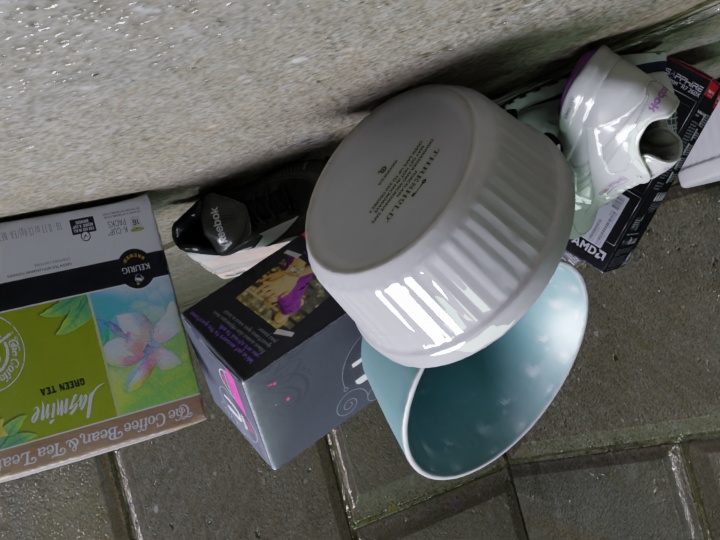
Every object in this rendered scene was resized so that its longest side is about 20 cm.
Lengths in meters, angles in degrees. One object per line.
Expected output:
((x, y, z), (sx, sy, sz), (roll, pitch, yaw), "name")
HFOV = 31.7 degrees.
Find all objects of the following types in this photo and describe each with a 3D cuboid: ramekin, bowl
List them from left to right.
((0.047, -0.042, 0.909), (0.201, 0.204, 0.094), (-18, 137, 39), "ramekin")
((0.078, 0.055, 1.017), (0.199, 0.203, 0.105), (-13, -143, -39), "bowl")
((0.451, -0.167, 1.438), (0.200, 0.096, 0.202), (-15, 178, -1), "ramekin")

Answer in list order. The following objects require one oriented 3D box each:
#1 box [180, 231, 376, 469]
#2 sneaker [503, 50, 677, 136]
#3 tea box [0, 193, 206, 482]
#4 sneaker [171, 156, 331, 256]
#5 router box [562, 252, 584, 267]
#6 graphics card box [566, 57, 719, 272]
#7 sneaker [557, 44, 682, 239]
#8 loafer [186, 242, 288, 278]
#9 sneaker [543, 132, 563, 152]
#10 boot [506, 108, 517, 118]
((-0.033, 0.050, 1.077), (0.199, 0.106, 0.123), (-34, 138, -18), "box")
((0.192, -0.126, 1.101), (0.076, 0.082, 0.199), (-16, 179, -30), "sneaker")
((-0.260, 0.061, 1.050), (0.198, 0.199, 0.133), (-14, 177, -33), "tea box")
((-0.094, -0.049, 1.132), (0.198, 0.067, 0.090), (-15, -177, 41), "sneaker")
((0.252, -0.077, 1.479), (0.149, 0.051, 0.201), (-33, -160, 45), "router box")
((0.268, -0.097, 1.193), (0.051, 0.202, 0.125), (30, -166, 16), "graphics card box")
((0.197, -0.082, 1.011), (0.075, 0.099, 0.201), (-52, 160, -29), "sneaker")
((-0.077, -0.039, 1.243), (0.198, 0.073, 0.063), (-14, 137, 27), "loafer")
((0.087, -0.075, 1.032), (0.199, 0.081, 0.071), (8, 153, 51), "sneaker")
((0.068, -0.058, 1.121), (0.069, 0.134, 0.199), (-13, -178, -42), "boot")
